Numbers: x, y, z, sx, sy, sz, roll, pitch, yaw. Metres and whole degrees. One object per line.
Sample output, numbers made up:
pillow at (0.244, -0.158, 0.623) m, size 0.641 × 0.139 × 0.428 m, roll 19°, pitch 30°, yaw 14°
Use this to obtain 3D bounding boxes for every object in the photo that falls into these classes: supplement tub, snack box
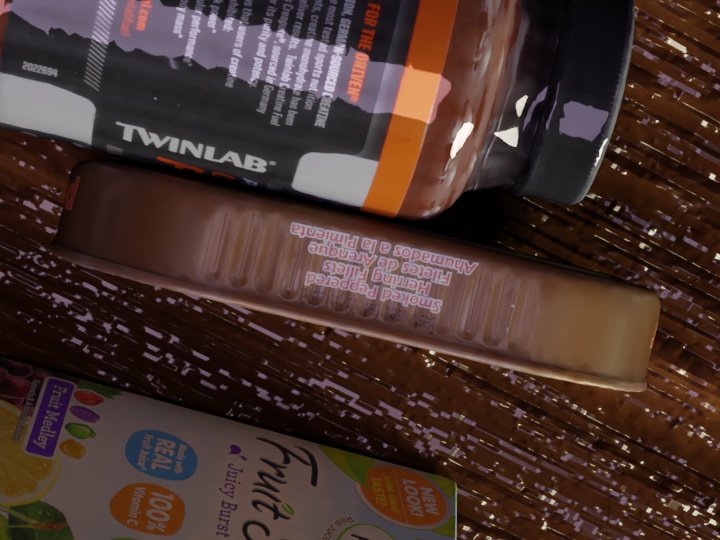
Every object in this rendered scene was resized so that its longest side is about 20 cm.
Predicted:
supplement tub at (-0.021, -0.076, 0.673) m, size 0.200 × 0.107 × 0.107 m, roll 13°, pitch 120°, yaw -4°
snack box at (-0.069, 0.104, 0.761) m, size 0.200 × 0.142 × 0.053 m, roll 16°, pitch 119°, yaw -5°

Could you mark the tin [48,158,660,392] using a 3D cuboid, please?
tin at (0.000, 0.000, 0.714) m, size 0.200 × 0.112 × 0.042 m, roll 13°, pitch 96°, yaw -5°
